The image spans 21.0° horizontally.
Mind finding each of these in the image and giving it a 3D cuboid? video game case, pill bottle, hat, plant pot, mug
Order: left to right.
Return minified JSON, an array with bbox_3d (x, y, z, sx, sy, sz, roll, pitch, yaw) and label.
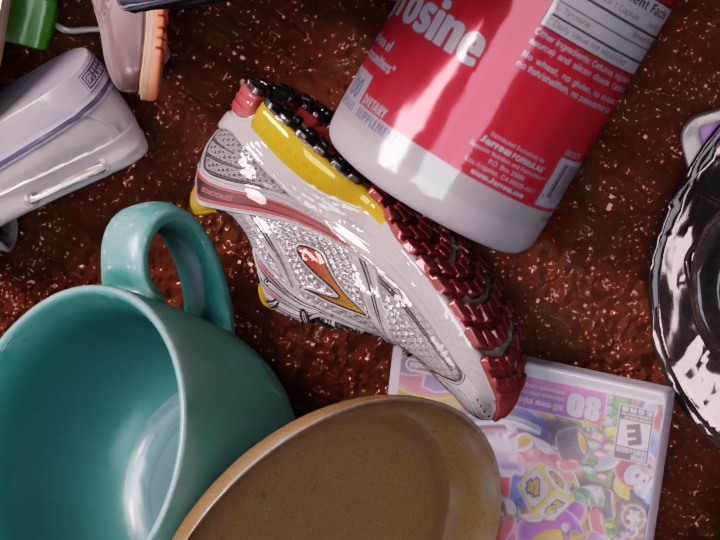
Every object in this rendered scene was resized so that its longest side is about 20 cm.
[{"bbox_3d":[-0.094,0.082,0.922,0.186,0.114,0.152,-54,51,10],"label":"mug"},{"bbox_3d":[-0.020,0.139,0.890,0.027,0.199,0.201,39,105,42],"label":"plant pot"},{"bbox_3d":[0.071,0.142,0.953,0.142,0.018,0.202,11,101,24],"label":"video game case"},{"bbox_3d":[0.078,-0.119,0.885,0.112,0.112,0.201,30,101,1],"label":"pill bottle"},{"bbox_3d":[0.197,-0.006,0.855,0.199,0.081,0.203,-8,77,36],"label":"hat"}]

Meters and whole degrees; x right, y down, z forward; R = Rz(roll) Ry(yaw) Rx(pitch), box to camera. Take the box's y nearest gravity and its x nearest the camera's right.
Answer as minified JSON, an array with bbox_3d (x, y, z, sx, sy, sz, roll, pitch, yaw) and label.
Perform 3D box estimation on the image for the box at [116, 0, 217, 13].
[{"bbox_3d":[-0.049,-0.197,0.844,0.106,0.200,0.150,-10,98,7],"label":"box"}]

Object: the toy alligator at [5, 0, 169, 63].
[{"bbox_3d":[-0.192,-0.130,0.946,0.198,0.054,0.060,17,101,4],"label":"toy alligator"}]

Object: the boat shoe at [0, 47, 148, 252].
[{"bbox_3d":[-0.194,-0.035,0.957,0.199,0.072,0.066,-30,114,13],"label":"boat shoe"}]

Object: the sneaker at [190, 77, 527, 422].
[{"bbox_3d":[0.000,0.000,0.933,0.200,0.078,0.082,45,110,16],"label":"sneaker"}]

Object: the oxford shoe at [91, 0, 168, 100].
[{"bbox_3d":[-0.133,-0.176,0.918,0.072,0.071,0.202,-10,88,-8],"label":"oxford shoe"}]

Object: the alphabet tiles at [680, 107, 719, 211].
[{"bbox_3d":[0.259,-0.050,0.924,0.198,0.015,0.197,-15,97,10],"label":"alphabet tiles"}]

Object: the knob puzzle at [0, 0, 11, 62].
[{"bbox_3d":[-0.250,-0.119,0.909,0.217,0.030,0.222,0,90,16],"label":"knob puzzle"}]
